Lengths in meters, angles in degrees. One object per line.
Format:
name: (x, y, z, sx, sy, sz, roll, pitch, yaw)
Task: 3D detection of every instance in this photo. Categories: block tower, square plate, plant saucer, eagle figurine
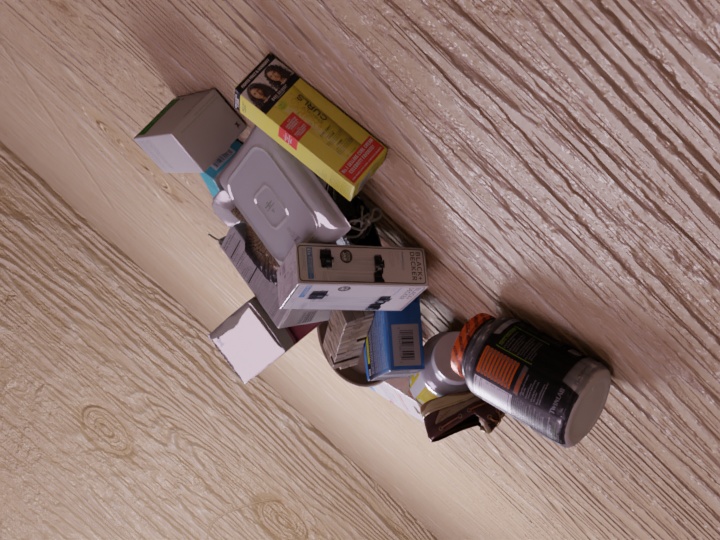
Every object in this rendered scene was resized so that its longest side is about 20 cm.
block tower: (-0.023, 0.104, 1.501, 0.201, 0.053, 0.058, 104, 147, -56)
square plate: (-0.120, -0.098, 1.251, 0.199, 0.028, 0.200, 54, 145, 1)
plant saucer: (-0.001, 0.114, 1.600, 0.198, 0.029, 0.203, 11, 107, 38)
eagle figurine: (-0.145, -0.084, 1.400, 0.151, 0.151, 0.201, 30, -159, -27)

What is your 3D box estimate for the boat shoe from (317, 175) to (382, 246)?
boat shoe: (-0.010, -0.072, 1.264, 0.068, 0.074, 0.200, 20, 148, 29)

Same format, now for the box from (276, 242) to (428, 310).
box: (-0.013, 0.012, 1.268, 0.197, 0.061, 0.117, 2, 158, -21)

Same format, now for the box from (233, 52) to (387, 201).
box: (-0.065, -0.182, 1.111, 0.200, 0.075, 0.050, 41, 162, 5)

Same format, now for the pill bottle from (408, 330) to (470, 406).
pill bottle: (0.145, 0.165, 1.447, 0.112, 0.112, 0.200, 38, 163, 7)

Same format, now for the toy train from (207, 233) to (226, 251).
toy train: (-0.209, -0.046, 1.676, 0.198, 0.085, 0.116, 24, -176, -22)

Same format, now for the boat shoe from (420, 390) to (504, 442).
boat shoe: (0.195, 0.222, 1.361, 0.072, 0.197, 0.073, 69, -172, -57)

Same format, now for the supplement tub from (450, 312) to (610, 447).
supplement tub: (0.229, 0.143, 1.193, 0.199, 0.123, 0.123, 29, 160, 35)

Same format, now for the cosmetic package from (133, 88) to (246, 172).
cosmetic package: (-0.280, -0.223, 1.420, 0.085, 0.108, 0.199, 49, 160, -24)

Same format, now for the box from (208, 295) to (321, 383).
box: (-0.152, 0.091, 1.559, 0.128, 0.200, 0.109, -38, 90, 34)

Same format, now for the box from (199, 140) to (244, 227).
box: (-0.212, -0.139, 1.521, 0.049, 0.082, 0.201, 35, 162, 27)

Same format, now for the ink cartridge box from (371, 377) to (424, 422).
ink cartridge box: (0.079, 0.232, 1.830, 0.199, 0.068, 0.116, 28, 159, 37)

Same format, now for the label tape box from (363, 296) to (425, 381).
label tape box: (0.050, 0.106, 1.460, 0.065, 0.145, 0.200, -3, 168, -10)

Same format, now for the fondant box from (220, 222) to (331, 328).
fondant box: (-0.129, 0.002, 1.504, 0.201, 0.143, 0.058, 52, 126, 27)
